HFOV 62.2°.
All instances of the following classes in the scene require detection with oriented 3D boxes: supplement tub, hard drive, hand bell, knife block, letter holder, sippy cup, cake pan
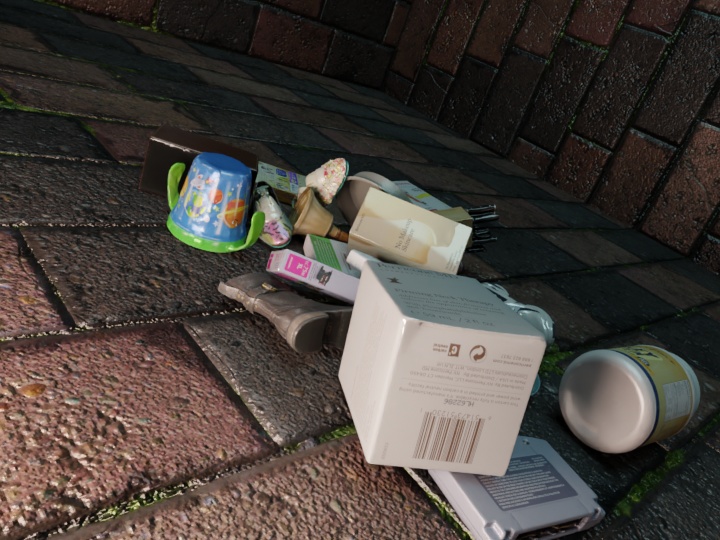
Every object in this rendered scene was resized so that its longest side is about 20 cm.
[{"bbox_3d":[0.411,0.188,0.903,0.198,0.146,0.144,2,30,-40],"label":"supplement tub"},{"bbox_3d":[0.081,0.032,0.964,0.198,0.027,0.132,32,5,20],"label":"hard drive"},{"bbox_3d":[-0.040,-0.067,1.160,0.198,0.105,0.105,29,19,-19],"label":"hand bell"},{"bbox_3d":[0.199,-0.101,1.276,0.199,0.176,0.064,35,13,-29],"label":"knife block"},{"bbox_3d":[-0.304,-0.194,1.147,0.197,0.102,0.143,16,21,-16],"label":"letter holder"},{"bbox_3d":[-0.243,-0.120,0.998,0.175,0.132,0.140,16,23,-13],"label":"sippy cup"},{"bbox_3d":[0.037,-0.115,1.182,0.199,0.202,0.037,31,63,20],"label":"cake pan"}]

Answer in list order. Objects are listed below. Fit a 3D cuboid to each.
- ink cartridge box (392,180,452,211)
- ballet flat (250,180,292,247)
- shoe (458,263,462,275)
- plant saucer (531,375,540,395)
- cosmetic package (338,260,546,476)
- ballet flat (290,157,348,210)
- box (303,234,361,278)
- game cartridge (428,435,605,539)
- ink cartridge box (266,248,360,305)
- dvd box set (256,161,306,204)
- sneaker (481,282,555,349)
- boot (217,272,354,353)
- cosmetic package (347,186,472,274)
[{"bbox_3d":[0.136,-0.137,1.441,0.199,0.084,0.144,35,26,27],"label":"ink cartridge box"},{"bbox_3d":[-0.175,-0.115,1.118,0.068,0.072,0.201,-15,33,-10],"label":"ballet flat"},{"bbox_3d":[0.156,0.014,1.159,0.199,0.071,0.092,16,44,-56],"label":"shoe"},{"bbox_3d":[0.189,0.144,0.951,0.197,0.028,0.201,19,24,-8],"label":"plant saucer"},{"bbox_3d":[0.081,0.105,0.700,0.164,0.169,0.200,9,15,-15],"label":"cosmetic package"},{"bbox_3d":[-0.087,-0.159,1.184,0.063,0.200,0.077,7,64,-23],"label":"ballet flat"},{"bbox_3d":[0.000,0.000,1.083,0.197,0.037,0.145,15,24,-21],"label":"box"},{"bbox_3d":[0.178,0.251,0.696,0.197,0.041,0.134,6,31,-34],"label":"game cartridge"},{"bbox_3d":[-0.041,0.020,0.919,0.197,0.043,0.119,20,-5,-17],"label":"ink cartridge box"},{"bbox_3d":[-0.206,-0.202,1.338,0.197,0.030,0.147,16,24,-18],"label":"dvd box set"},{"bbox_3d":[0.245,0.079,1.076,0.128,0.081,0.199,5,28,-32],"label":"sneaker"},{"bbox_3d":[-0.084,0.049,0.863,0.173,0.070,0.198,30,15,38],"label":"boot"},{"bbox_3d":[0.085,-0.056,1.053,0.197,0.107,0.071,22,-22,4],"label":"cosmetic package"}]
